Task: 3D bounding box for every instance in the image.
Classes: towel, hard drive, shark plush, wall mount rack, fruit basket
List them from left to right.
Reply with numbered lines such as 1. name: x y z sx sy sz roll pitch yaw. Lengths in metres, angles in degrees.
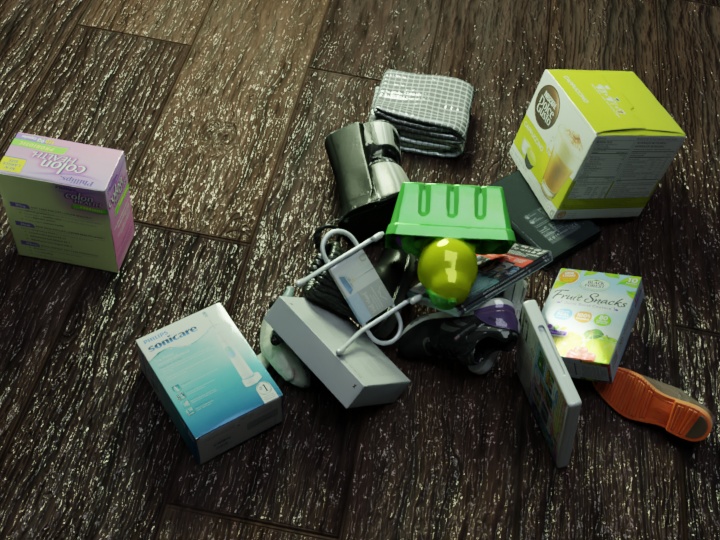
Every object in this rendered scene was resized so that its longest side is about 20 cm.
1. shark plush: -0.122 0.107 1.535 0.083 0.091 0.200 17 27 -18
2. wall mount rack: -0.009 0.034 1.436 0.174 0.075 0.200 -32 93 -24
3. towel: 0.118 -0.315 1.870 0.200 0.086 0.166 11 50 3
4. fruit basket: 0.138 -0.031 1.489 0.215 0.156 0.216 0 81 1
5. hard drive: 0.325 -0.102 1.755 0.139 0.033 0.200 -28 59 -26

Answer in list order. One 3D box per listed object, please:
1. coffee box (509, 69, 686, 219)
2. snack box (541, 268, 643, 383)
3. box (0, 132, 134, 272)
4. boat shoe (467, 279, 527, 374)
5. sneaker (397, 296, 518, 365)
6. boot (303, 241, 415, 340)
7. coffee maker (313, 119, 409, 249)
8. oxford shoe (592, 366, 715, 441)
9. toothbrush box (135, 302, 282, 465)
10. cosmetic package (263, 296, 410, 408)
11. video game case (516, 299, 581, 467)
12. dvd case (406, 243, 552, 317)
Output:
1. coffee box: 0.426 -0.232 1.738 0.200 0.198 0.200 -3 46 -23
2. snack box: 0.369 0.087 1.565 0.142 0.053 0.200 8 47 29
3. box: -0.476 -0.109 1.555 0.176 0.200 0.097 10 51 2
4. boat shoe: 0.234 0.088 1.566 0.065 0.074 0.200 33 65 -24
5. sneaker: 0.149 0.110 1.489 0.200 0.076 0.088 -20 46 19
6. boot: 0.001 -0.001 1.555 0.158 0.079 0.211 33 40 -13
7. coffee maker: -0.004 -0.157 1.695 0.192 0.135 0.200 -6 51 -11
8. oxford shoe: 0.464 0.206 1.514 0.200 0.071 0.073 30 21 25
9. toothbrush box: -0.228 0.167 1.435 0.146 0.085 0.200 -26 59 -24
10. cosmetic package: -0.035 0.123 1.461 0.200 0.052 0.151 45 16 25
11. video game case: 0.277 0.171 1.419 0.024 0.200 0.182 -14 53 -5
12. dvd case: 0.191 0.008 1.544 0.200 0.022 0.146 -28 22 -24
